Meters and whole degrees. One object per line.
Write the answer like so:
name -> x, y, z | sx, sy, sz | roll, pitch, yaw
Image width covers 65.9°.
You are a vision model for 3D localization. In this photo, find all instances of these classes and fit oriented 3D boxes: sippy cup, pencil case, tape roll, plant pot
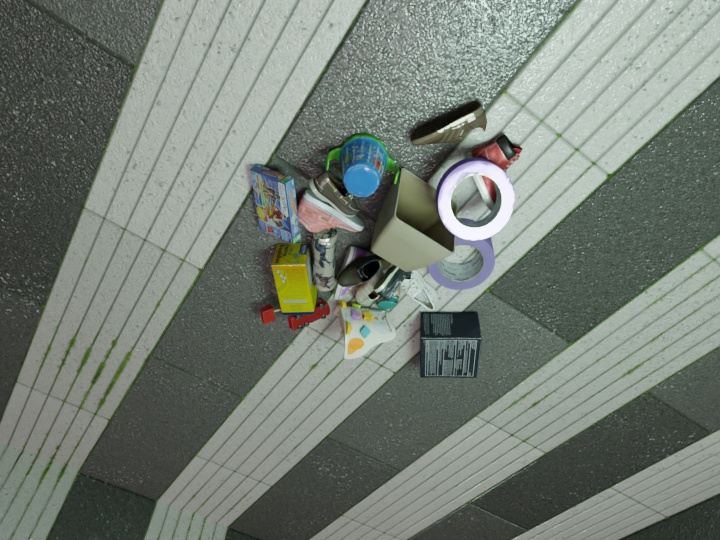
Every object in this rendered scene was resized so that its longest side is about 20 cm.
sippy cup -> 0.005, -0.266, 1.457 | 0.174, 0.132, 0.141 | -18, 125, 19
pencil case -> -0.106, -0.042, 1.670 | 0.076, 0.090, 0.204 | 9, 125, 9
tape roll -> 0.295, -0.046, 1.642 | 0.195, 0.086, 0.203 | 2, 130, 3
tape roll -> 0.293, -0.184, 1.433 | 0.195, 0.066, 0.205 | 0, 108, 1
plant pot -> 0.135, -0.116, 1.537 | 0.197, 0.203, 0.177 | 29, 135, -18

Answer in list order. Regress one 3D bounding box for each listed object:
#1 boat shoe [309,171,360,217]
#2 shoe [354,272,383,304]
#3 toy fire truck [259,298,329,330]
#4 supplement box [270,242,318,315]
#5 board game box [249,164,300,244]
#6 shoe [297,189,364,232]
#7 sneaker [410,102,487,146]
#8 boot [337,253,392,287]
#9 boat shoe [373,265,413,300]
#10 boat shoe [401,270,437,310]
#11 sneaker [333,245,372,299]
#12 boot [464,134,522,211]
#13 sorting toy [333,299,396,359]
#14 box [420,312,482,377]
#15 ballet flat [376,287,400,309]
boat shoe -> -0.056, -0.208, 1.516 | 0.059, 0.073, 0.199 | -31, 145, 24
shoe -> 0.029, 0.065, 1.728 | 0.069, 0.054, 0.201 | -16, 158, -23
toy fire truck -> -0.214, 0.135, 1.814 | 0.197, 0.140, 0.050 | -22, 122, -29
supplement box -> -0.201, 0.028, 1.723 | 0.107, 0.110, 0.203 | -2, 129, 5
board game box -> -0.238, -0.184, 1.562 | 0.133, 0.034, 0.203 | 24, 136, 26
shoe -> -0.092, -0.145, 1.593 | 0.197, 0.072, 0.092 | 28, 113, -11
sneaker -> 0.227, -0.349, 1.412 | 0.196, 0.071, 0.076 | -20, 126, 20
boot -> 0.000, 0.000, 1.609 | 0.197, 0.097, 0.076 | -27, 89, 24
boat shoe -> 0.121, 0.009, 1.641 | 0.066, 0.200, 0.074 | 49, 152, -15
boat shoe -> 0.169, 0.054, 1.740 | 0.199, 0.070, 0.071 | 36, 125, -22
sneaker -> -0.012, 0.025, 1.732 | 0.112, 0.073, 0.203 | 16, 128, -13
boot -> 0.379, -0.254, 1.479 | 0.142, 0.073, 0.202 | -22, 120, 19
sorting toy -> 0.020, 0.171, 1.783 | 0.176, 0.202, 0.108 | 0, 130, -16
box -> 0.296, 0.250, 1.854 | 0.193, 0.125, 0.203 | 1, 131, 5
ballet flat -> 0.094, 0.073, 1.753 | 0.066, 0.069, 0.200 | 11, 164, -8
